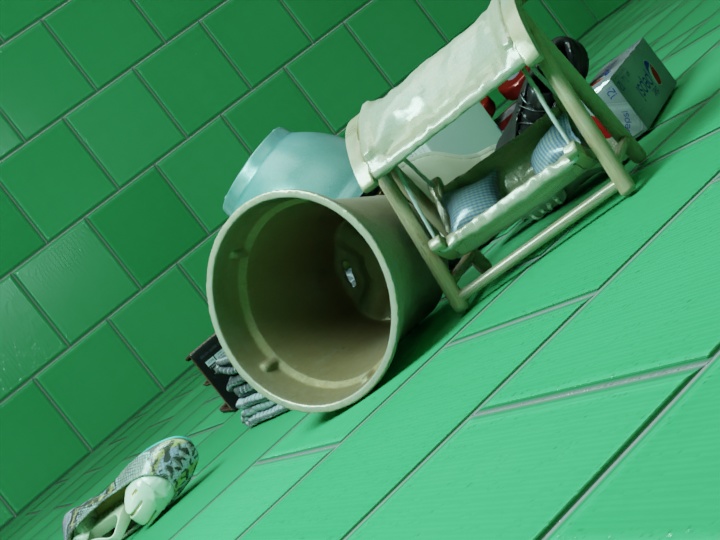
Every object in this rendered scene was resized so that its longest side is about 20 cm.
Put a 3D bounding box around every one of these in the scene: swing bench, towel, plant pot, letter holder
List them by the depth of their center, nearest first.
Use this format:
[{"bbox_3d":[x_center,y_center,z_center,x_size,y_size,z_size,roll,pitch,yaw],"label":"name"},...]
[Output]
[{"bbox_3d":[0.113,-0.110,1.163,0.198,0.201,0.130,-37,4,24],"label":"swing bench"},{"bbox_3d":[-0.011,0.008,1.230,0.200,0.202,0.183,-36,-6,32],"label":"plant pot"},{"bbox_3d":[-0.066,0.081,1.480,0.165,0.086,0.200,-40,4,-28],"label":"towel"},{"bbox_3d":[-0.074,-0.080,1.510,0.201,0.134,0.200,-55,-3,-5],"label":"plant pot"},{"bbox_3d":[-0.147,0.102,1.888,0.200,0.101,0.142,-40,2,-15],"label":"letter holder"}]

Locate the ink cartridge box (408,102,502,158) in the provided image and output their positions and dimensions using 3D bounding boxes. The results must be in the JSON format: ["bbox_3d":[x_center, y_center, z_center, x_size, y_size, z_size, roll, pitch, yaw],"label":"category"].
[{"bbox_3d":[0.098,-0.125,1.832,0.145,0.148,0.200,-42,5,-41],"label":"ink cartridge box"}]

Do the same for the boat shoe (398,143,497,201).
[{"bbox_3d":[0.118,-0.107,1.586,0.198,0.072,0.060,-14,-23,-26],"label":"boat shoe"}]

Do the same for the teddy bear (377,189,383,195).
[{"bbox_3d":[0.067,-0.099,1.663,0.200,0.143,0.067,-124,41,-60],"label":"teddy bear"}]

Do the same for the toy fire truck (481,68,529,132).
[{"bbox_3d":[0.237,-0.206,1.932,0.199,0.112,0.169,-38,28,17],"label":"toy fire truck"}]

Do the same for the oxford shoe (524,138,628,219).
[{"bbox_3d":[0.184,-0.084,1.320,0.199,0.058,0.075,-18,8,33],"label":"oxford shoe"}]

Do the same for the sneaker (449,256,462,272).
[{"bbox_3d":[0.075,-0.029,1.484,0.075,0.081,0.200,-37,6,0],"label":"sneaker"}]

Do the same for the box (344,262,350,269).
[{"bbox_3d":[0.000,0.000,1.549,0.050,0.075,0.200,-57,-4,-17],"label":"box"}]

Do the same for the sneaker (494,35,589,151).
[{"bbox_3d":[0.185,-0.157,1.394,0.091,0.075,0.202,1,-75,-78],"label":"sneaker"}]

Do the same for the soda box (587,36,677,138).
[{"bbox_3d":[0.283,-0.187,1.412,0.063,0.068,0.200,-36,6,30],"label":"soda box"}]

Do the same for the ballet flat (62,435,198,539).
[{"bbox_3d":[-0.250,0.259,1.426,0.200,0.072,0.072,-38,4,21],"label":"ballet flat"}]
